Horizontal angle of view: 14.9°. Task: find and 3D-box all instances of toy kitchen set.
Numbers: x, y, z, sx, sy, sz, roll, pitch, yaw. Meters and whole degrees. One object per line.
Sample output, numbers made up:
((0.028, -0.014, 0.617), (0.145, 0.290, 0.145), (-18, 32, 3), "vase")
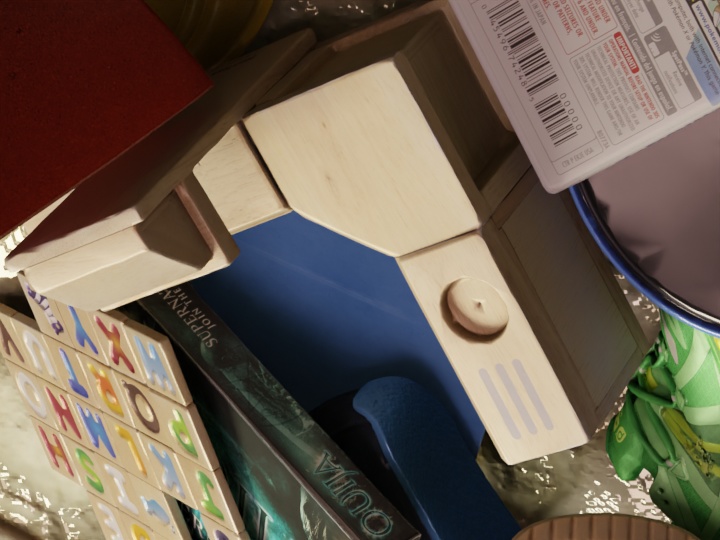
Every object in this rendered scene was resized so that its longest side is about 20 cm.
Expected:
((-0.029, 0.019, 1.113), (0.199, 0.163, 0.181), (-19, 108, 34), "toy kitchen set")

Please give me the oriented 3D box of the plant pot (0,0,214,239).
((-0.213, -0.074, 1.056), (0.199, 0.200, 0.177), (-26, 99, 33), "plant pot")

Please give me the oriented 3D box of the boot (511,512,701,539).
((0.142, 0.178, 1.222), (0.199, 0.073, 0.166), (18, 156, -3), "boot")

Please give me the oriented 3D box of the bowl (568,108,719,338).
((0.167, -0.063, 1.064), (0.200, 0.039, 0.202), (5, 103, 24), "bowl")

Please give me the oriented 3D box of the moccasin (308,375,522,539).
((0.037, 0.137, 1.225), (0.068, 0.080, 0.201), (-15, 104, 38), "moccasin")

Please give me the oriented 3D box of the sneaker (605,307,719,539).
((0.143, 0.061, 1.180), (0.083, 0.074, 0.201), (-2, 122, 18), "sneaker")

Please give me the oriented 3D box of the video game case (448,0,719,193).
((0.100, -0.156, 1.035), (0.182, 0.022, 0.201), (-28, 88, 31), "video game case")

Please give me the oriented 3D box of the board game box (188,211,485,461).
((0.000, 0.000, 1.219), (0.157, 0.039, 0.201), (24, 126, 12), "board game box")

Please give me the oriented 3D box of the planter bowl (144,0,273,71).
((-0.139, -0.137, 1.149), (0.199, 0.084, 0.201), (10, 125, 15), "planter bowl")

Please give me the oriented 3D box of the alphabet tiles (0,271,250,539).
((-0.111, 0.077, 1.259), (0.200, 0.008, 0.168), (21, 138, 53), "alphabet tiles")

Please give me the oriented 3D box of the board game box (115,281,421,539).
((-0.051, 0.094, 1.220), (0.200, 0.028, 0.136), (46, 149, 29), "board game box")
